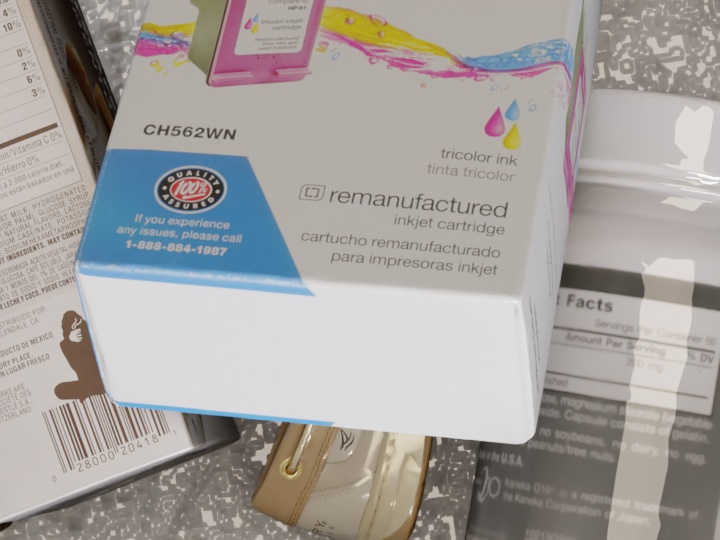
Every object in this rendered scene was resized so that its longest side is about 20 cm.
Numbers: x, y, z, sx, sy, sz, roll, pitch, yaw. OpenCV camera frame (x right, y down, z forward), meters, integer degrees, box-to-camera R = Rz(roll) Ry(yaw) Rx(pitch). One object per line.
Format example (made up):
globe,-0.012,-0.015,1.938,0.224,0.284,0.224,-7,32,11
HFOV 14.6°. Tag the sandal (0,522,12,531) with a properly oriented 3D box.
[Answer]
sandal,-0.187,0.010,1.038,0.054,0.082,0.201,-25,94,21

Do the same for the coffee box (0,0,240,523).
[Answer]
coffee box,-0.119,-0.018,1.009,0.079,0.114,0.201,-21,86,3

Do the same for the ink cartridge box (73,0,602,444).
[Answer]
ink cartridge box,-0.001,-0.053,0.936,0.144,0.085,0.201,5,54,10

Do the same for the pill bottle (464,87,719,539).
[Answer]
pill bottle,0.102,0.043,1.002,0.113,0.114,0.201,9,87,1

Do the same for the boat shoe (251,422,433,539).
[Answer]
boat shoe,0.000,0.000,1.026,0.069,0.074,0.201,9,88,-4
